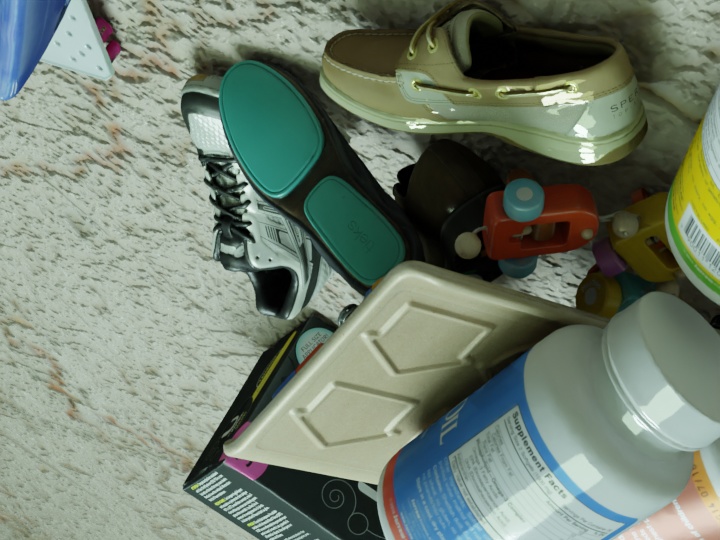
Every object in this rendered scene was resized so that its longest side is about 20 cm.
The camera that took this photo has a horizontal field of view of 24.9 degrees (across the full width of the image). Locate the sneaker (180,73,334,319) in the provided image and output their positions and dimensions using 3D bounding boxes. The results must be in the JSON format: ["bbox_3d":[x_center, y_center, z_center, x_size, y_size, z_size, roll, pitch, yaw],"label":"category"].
[{"bbox_3d":[-0.072,-0.045,1.124,0.076,0.088,0.200,9,144,39],"label":"sneaker"}]

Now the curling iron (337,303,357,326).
[{"bbox_3d":[0.000,0.000,1.175,0.026,0.050,0.200,40,154,27],"label":"curling iron"}]

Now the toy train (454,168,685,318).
[{"bbox_3d":[0.129,-0.006,0.979,0.150,0.056,0.200,-10,146,-1],"label":"toy train"}]

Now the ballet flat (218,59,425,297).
[{"bbox_3d":[-0.022,-0.052,1.036,0.200,0.073,0.073,51,163,27],"label":"ballet flat"}]

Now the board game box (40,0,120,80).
[{"bbox_3d":[-0.266,-0.223,1.079,0.200,0.026,0.200,18,150,21],"label":"board game box"}]

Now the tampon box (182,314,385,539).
[{"bbox_3d":[-0.015,0.163,1.346,0.200,0.150,0.126,35,153,-9],"label":"tampon box"}]

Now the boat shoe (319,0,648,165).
[{"bbox_3d":[0.064,-0.115,0.902,0.200,0.074,0.066,13,136,27],"label":"boat shoe"}]

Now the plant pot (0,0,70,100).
[{"bbox_3d":[-0.210,-0.240,0.828,0.200,0.180,0.200,30,153,-2],"label":"plant pot"}]

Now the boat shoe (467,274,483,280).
[{"bbox_3d":[0.055,0.055,1.046,0.200,0.072,0.066,89,158,-75],"label":"boat shoe"}]

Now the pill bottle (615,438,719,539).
[{"bbox_3d":[0.170,0.135,0.990,0.112,0.112,0.200,42,135,-21],"label":"pill bottle"}]

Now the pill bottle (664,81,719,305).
[{"bbox_3d":[0.221,-0.066,0.773,0.111,0.111,0.200,26,152,9],"label":"pill bottle"}]

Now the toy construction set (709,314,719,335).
[{"bbox_3d":[0.266,0.098,1.040,0.200,0.092,0.131,4,144,23],"label":"toy construction set"}]

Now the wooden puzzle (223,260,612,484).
[{"bbox_3d":[0.043,0.062,0.957,0.185,0.046,0.200,16,135,-35],"label":"wooden puzzle"}]

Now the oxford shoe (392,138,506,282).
[{"bbox_3d":[0.060,-0.031,1.056,0.084,0.073,0.200,55,165,16],"label":"oxford shoe"}]

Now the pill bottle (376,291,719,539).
[{"bbox_3d":[0.111,0.099,0.896,0.112,0.112,0.200,39,124,-16],"label":"pill bottle"}]
